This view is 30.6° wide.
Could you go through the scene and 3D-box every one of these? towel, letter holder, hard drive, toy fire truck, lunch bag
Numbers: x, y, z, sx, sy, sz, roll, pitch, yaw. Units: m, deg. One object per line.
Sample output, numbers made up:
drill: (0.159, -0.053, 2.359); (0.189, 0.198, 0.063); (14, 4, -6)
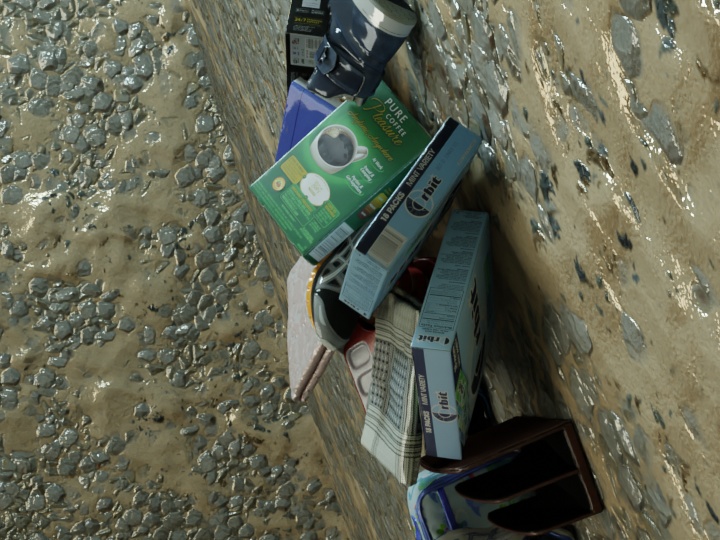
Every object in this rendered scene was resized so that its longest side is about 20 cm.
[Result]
towel: (-0.058, 0.038, 1.703); (0.191, 0.032, 0.201); (118, 156, -47)
letter holder: (0.154, 0.232, 1.435); (0.200, 0.141, 0.101); (152, 99, -80)
towel: (0.036, 0.119, 1.460); (0.200, 0.034, 0.194); (-143, 57, -77)
hard drive: (-0.010, -0.131, 1.590); (0.200, 0.025, 0.132); (33, 137, 17)
toy fire truck: (0.037, 0.074, 1.620); (0.168, 0.112, 0.201); (-35, 70, 34)
lunch bag: (0.149, 0.323, 1.583); (0.082, 0.160, 0.201); (-159, 51, -77)

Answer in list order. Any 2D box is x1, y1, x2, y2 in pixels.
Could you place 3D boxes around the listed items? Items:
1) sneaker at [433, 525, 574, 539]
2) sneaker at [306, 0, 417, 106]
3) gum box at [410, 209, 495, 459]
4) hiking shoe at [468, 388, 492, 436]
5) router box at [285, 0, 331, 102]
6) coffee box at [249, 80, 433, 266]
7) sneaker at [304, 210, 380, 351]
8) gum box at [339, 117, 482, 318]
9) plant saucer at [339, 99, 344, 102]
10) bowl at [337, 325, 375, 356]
sneaker: (0.149, 0.326, 1.486); (0.088, 0.199, 0.076); (13, 124, 69)
sneaker: (-0.024, -0.275, 1.471); (0.147, 0.077, 0.203); (-61, 40, 33)
gum box: (0.102, 0.066, 1.384); (0.170, 0.044, 0.201); (81, -159, -44)
hiking shoe: (0.121, 0.137, 1.677); (0.201, 0.074, 0.087); (62, 164, -11)
router box: (-0.056, -0.295, 1.630); (0.200, 0.052, 0.158); (95, -177, -63)
coffee box: (-0.017, -0.114, 1.500); (0.123, 0.200, 0.044); (50, -175, 28)
sneaker: (0.000, 0.000, 1.508); (0.077, 0.201, 0.078); (-3, 145, 39)
gum box: (0.049, -0.049, 1.379); (0.044, 0.170, 0.200); (34, 164, 4)
plant saucer: (-0.022, -0.238, 1.814); (0.200, 0.034, 0.201); (160, 90, -81)
bowl: (0.042, 0.078, 1.778); (0.091, 0.200, 0.201); (-60, 25, 10)
